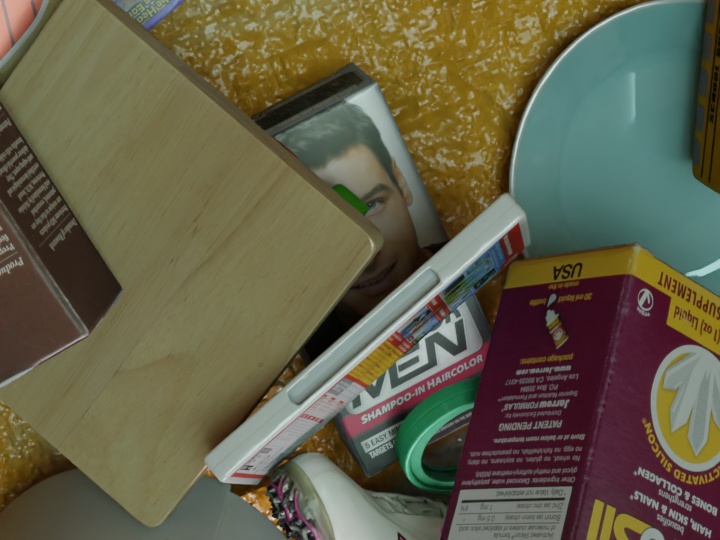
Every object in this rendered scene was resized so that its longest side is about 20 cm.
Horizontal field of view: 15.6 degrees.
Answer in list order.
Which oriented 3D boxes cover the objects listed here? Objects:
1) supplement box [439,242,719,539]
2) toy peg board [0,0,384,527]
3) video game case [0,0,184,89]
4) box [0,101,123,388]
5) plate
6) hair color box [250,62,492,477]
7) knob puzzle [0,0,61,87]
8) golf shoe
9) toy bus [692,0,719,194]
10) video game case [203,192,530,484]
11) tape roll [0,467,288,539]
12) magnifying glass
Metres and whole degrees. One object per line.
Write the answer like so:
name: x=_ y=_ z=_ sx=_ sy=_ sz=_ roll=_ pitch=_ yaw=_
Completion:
supplement box: x=0.132 y=0.105 z=1.388 sx=0.131 sy=0.103 sz=0.201 roll=28 pitch=67 yaw=-35
toy peg board: x=-0.111 y=-0.013 z=1.367 sx=0.199 sy=0.098 sz=0.200 roll=40 pitch=109 yaw=4
video game case: x=-0.209 y=-0.160 z=1.361 sx=0.200 sy=0.045 sz=0.182 roll=-40 pitch=109 yaw=0
box: x=-0.215 y=-0.039 z=1.289 sx=0.100 sy=0.075 sz=0.201 roll=-28 pitch=100 yaw=19
plate: x=0.176 y=-0.057 z=1.492 sx=0.199 sy=0.026 sz=0.202 roll=-4 pitch=106 yaw=-13
hair color box: x=0.000 y=0.000 z=1.447 sx=0.099 sy=0.061 sz=0.201 roll=-27 pitch=109 yaw=-5
knob puzzle: x=-0.231 y=-0.163 z=1.316 sx=0.218 sy=0.030 sz=0.221 roll=-3 pitch=106 yaw=-12
golf shoe: x=0.015 y=0.149 z=1.466 sx=0.092 sy=0.073 sz=0.200 roll=-41 pitch=138 yaw=-5
toy bus: x=0.227 y=-0.141 z=1.426 sx=0.065 sy=0.078 sz=0.202 roll=0 pitch=105 yaw=-12
video game case: x=0.007 y=0.039 z=1.356 sx=0.200 sy=0.143 sz=0.017 roll=-41 pitch=83 yaw=0
tape roll: x=-0.127 y=0.223 z=1.399 sx=0.201 sy=0.139 sz=0.204 roll=4 pitch=120 yaw=7
magnifying glass: x=0.104 y=0.093 z=1.478 sx=0.199 sy=0.022 sz=0.080 roll=6 pitch=130 yaw=-36
